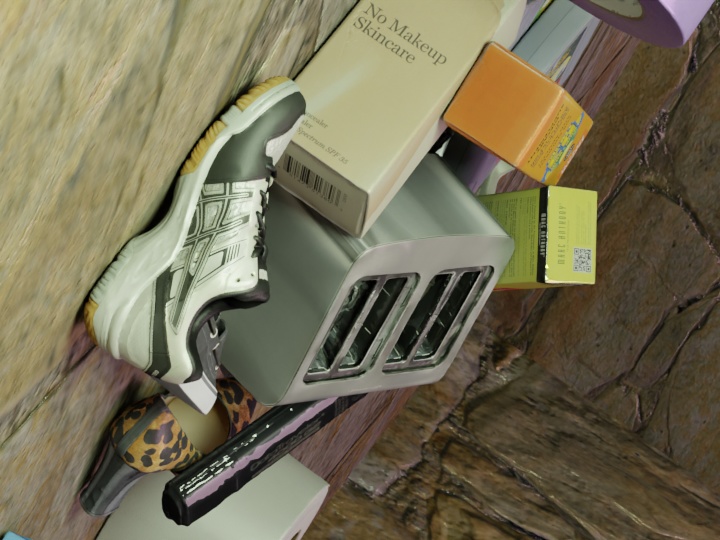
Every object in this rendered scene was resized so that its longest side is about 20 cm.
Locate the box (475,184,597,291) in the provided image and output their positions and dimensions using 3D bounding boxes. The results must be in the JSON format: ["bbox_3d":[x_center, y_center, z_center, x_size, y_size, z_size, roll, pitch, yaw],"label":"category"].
[{"bbox_3d":[0.102,-0.021,1.550,0.199,0.050,0.076,-7,-100,56],"label":"box"}]

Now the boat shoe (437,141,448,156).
[{"bbox_3d":[0.087,-0.112,1.816,0.201,0.067,0.072,-64,-168,3],"label":"boat shoe"}]

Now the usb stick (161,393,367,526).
[{"bbox_3d":[-0.072,0.131,1.562,0.199,0.033,0.056,-35,154,-23],"label":"usb stick"}]

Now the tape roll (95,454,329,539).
[{"bbox_3d":[-0.140,0.240,1.824,0.203,0.139,0.203,-53,173,-10],"label":"tape roll"}]

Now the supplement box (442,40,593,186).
[{"bbox_3d":[0.116,-0.108,1.427,0.067,0.069,0.200,-58,170,6],"label":"supplement box"}]

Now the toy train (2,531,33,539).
[{"bbox_3d":[-0.254,0.272,1.442,0.115,0.086,0.200,-58,175,-29],"label":"toy train"}]

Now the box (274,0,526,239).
[{"bbox_3d":[0.023,-0.132,1.370,0.200,0.095,0.078,-54,171,-22],"label":"box"}]

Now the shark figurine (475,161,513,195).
[{"bbox_3d":[0.102,-0.031,1.727,0.214,0.089,0.129,-46,141,-47],"label":"shark figurine"}]

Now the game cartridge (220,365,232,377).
[{"bbox_3d":[-0.041,0.002,1.659,0.133,0.040,0.201,-30,158,-40],"label":"game cartridge"}]

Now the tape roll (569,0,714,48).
[{"bbox_3d":[0.147,-0.230,1.304,0.066,0.199,0.200,-54,173,-2],"label":"tape roll"}]

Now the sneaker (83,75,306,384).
[{"bbox_3d":[-0.080,-0.021,1.218,0.201,0.087,0.076,-56,171,-4],"label":"sneaker"}]

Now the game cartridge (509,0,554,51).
[{"bbox_3d":[0.133,-0.209,1.620,0.200,0.040,0.134,-47,173,-48],"label":"game cartridge"}]

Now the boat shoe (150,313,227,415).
[{"bbox_3d":[-0.120,0.043,1.361,0.066,0.070,0.200,-52,165,-11],"label":"boat shoe"}]

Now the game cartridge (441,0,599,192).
[{"bbox_3d":[0.134,-0.152,1.618,0.200,0.041,0.133,-51,168,-27],"label":"game cartridge"}]

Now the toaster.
[{"bbox_3d":[0.000,0.000,1.486,0.180,0.119,0.201,-5,132,-45],"label":"toaster"}]

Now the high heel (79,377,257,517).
[{"bbox_3d":[-0.124,0.110,1.558,0.200,0.071,0.143,-34,167,-42],"label":"high heel"}]
